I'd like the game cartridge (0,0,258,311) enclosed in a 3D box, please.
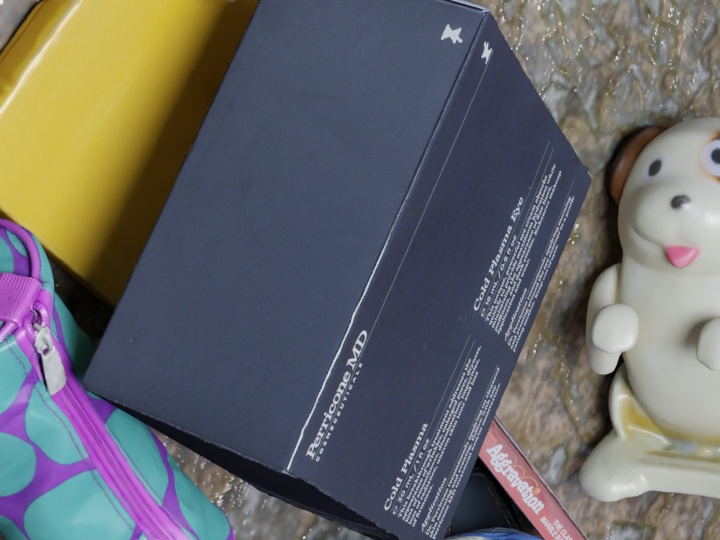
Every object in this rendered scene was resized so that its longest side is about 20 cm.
[{"bbox_3d":[-0.073,-0.080,0.818,0.201,0.032,0.176,-54,132,-11],"label":"game cartridge"}]

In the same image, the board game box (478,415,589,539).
[{"bbox_3d":[0.086,0.111,0.970,0.019,0.103,0.200,-35,129,3],"label":"board game box"}]

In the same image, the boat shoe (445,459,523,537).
[{"bbox_3d":[0.077,0.190,1.015,0.074,0.062,0.202,-26,119,-26],"label":"boat shoe"}]

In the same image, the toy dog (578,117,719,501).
[{"bbox_3d":[0.204,0.014,1.021,0.194,0.138,0.202,-38,127,-42],"label":"toy dog"}]

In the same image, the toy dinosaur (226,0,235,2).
[{"bbox_3d":[-0.150,-0.147,0.715,0.198,0.060,0.107,-16,130,-24],"label":"toy dinosaur"}]

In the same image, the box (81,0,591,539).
[{"bbox_3d":[0.000,0.000,0.784,0.202,0.103,0.182,-66,154,-11],"label":"box"}]

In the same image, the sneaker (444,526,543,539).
[{"bbox_3d":[0.012,0.169,0.903,0.198,0.085,0.078,-18,80,-17],"label":"sneaker"}]

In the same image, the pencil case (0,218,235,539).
[{"bbox_3d":[-0.128,0.077,0.777,0.085,0.092,0.201,-54,134,-29],"label":"pencil case"}]
